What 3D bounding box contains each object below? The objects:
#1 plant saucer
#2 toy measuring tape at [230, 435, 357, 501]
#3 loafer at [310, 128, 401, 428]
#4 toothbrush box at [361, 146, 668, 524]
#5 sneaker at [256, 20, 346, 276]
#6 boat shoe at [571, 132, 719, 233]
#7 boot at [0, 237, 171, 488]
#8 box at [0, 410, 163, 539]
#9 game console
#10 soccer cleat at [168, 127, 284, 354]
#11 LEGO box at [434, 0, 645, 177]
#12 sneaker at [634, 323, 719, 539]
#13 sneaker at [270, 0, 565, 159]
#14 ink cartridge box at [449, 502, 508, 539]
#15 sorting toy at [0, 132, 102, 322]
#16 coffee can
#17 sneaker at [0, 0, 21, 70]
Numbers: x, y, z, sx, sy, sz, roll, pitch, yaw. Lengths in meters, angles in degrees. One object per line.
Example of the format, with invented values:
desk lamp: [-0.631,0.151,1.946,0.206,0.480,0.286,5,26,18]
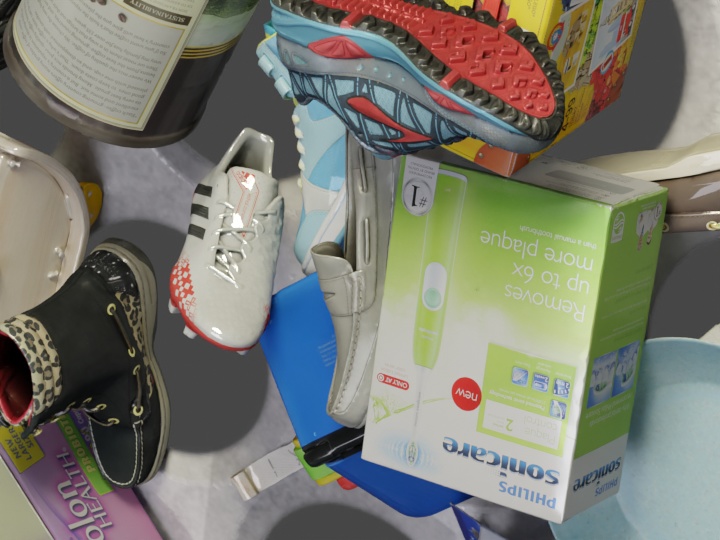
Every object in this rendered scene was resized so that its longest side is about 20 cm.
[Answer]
plant saucer: [0.211,0.133,1.573,0.201,0.039,0.202,8,109,25]
toy measuring tape: [-0.038,0.134,1.805,0.200,0.074,0.074,-30,94,40]
loafer: [0.000,0.000,1.599,0.070,0.070,0.201,10,96,-12]
toothbrush box: [0.093,0.034,1.539,0.145,0.086,0.201,17,109,28]
sneaker: [-0.025,-0.098,1.680,0.130,0.079,0.200,39,125,17]
boat shoe: [0.179,-0.044,1.569,0.200,0.072,0.060,-9,104,31]
boot: [-0.212,0.093,1.848,0.073,0.154,0.204,16,121,28]
box: [-0.272,0.212,1.983,0.200,0.097,0.176,-28,95,42]
game console: [0.057,0.062,1.686,0.200,0.118,0.171,-27,79,27]
soccer cleat: [-0.084,-0.021,1.691,0.068,0.200,0.085,21,120,-13]
LEGO box: [0.113,-0.179,1.494,0.077,0.149,0.200,27,125,22]
sneaker: [0.207,0.122,1.636,0.116,0.074,0.200,43,121,13]
sneaker: [0.036,-0.105,1.450,0.200,0.079,0.096,29,136,32]
ink cartridge box: [0.140,0.235,1.721,0.200,0.039,0.099,30,166,21]
sorting toy: [-0.297,-0.034,1.885,0.180,0.107,0.200,30,113,35]
coffee can: [-0.134,-0.201,1.654,0.146,0.146,0.200,40,129,11]
sneaker: [-0.267,-0.215,1.798,0.091,0.076,0.200,46,123,19]
